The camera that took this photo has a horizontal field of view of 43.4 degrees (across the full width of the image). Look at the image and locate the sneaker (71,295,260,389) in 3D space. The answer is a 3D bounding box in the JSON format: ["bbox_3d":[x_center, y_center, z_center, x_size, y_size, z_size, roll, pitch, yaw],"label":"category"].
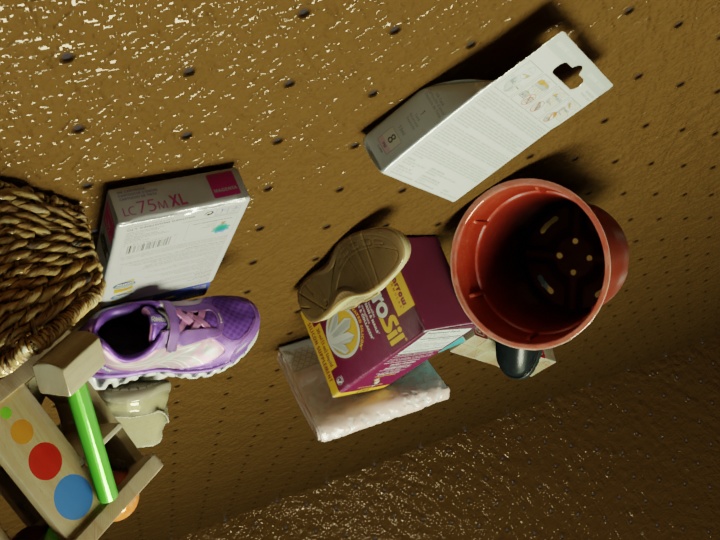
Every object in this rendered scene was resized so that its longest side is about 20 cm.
[{"bbox_3d":[-0.187,0.061,0.885,0.198,0.081,0.089,-10,157,-27],"label":"sneaker"}]

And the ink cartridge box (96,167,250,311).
[{"bbox_3d":[-0.183,-0.021,0.840,0.118,0.042,0.200,-14,158,-27],"label":"ink cartridge box"}]

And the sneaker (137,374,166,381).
[{"bbox_3d":[-0.220,0.076,1.033,0.086,0.075,0.200,-21,171,-26],"label":"sneaker"}]

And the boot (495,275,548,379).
[{"bbox_3d":[0.212,0.062,1.325,0.076,0.202,0.168,13,-176,33],"label":"boot"}]

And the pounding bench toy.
[{"bbox_3d":[-0.233,0.145,0.694,0.199,0.157,0.124,-23,-164,38],"label":"pounding bench toy"}]

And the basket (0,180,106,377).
[{"bbox_3d":[-0.298,0.046,0.723,0.199,0.150,0.143,-29,160,16],"label":"basket"}]

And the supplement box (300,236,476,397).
[{"bbox_3d":[0.032,0.062,1.169,0.103,0.132,0.200,-3,152,-44],"label":"supplement box"}]

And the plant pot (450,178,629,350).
[{"bbox_3d":[0.243,-0.013,1.146,0.200,0.202,0.195,-33,167,28],"label":"plant pot"}]

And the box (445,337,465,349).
[{"bbox_3d":[0.103,0.060,1.317,0.049,0.083,0.200,-24,161,8],"label":"box"}]

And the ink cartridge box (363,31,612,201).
[{"bbox_3d":[0.121,-0.149,0.850,0.200,0.057,0.162,-40,156,21],"label":"ink cartridge box"}]

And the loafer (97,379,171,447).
[{"bbox_3d":[-0.239,0.155,0.972,0.075,0.069,0.200,-1,169,-6],"label":"loafer"}]

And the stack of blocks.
[{"bbox_3d":[0.225,0.092,1.489,0.199,0.116,0.058,19,138,-37],"label":"stack of blocks"}]

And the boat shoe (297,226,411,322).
[{"bbox_3d":[0.000,0.000,1.074,0.064,0.072,0.199,-14,168,-42],"label":"boat shoe"}]

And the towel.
[{"bbox_3d":[-0.001,0.146,1.292,0.198,0.191,0.032,-16,131,-17],"label":"towel"}]
